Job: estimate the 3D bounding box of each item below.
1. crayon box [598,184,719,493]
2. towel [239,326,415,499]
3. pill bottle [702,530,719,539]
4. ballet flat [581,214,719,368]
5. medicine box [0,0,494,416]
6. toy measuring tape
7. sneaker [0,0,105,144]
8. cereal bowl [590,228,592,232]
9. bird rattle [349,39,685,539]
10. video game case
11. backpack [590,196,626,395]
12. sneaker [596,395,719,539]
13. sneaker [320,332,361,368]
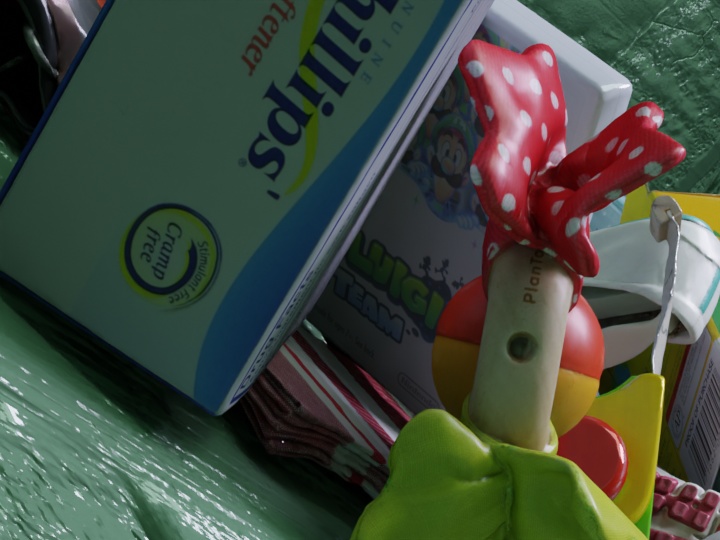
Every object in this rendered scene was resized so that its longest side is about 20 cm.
[{"bbox_3d":[0.167,0.050,1.188,0.050,0.128,0.201,2,36,-13],"label":"crayon box"},{"bbox_3d":[-0.008,0.058,0.957,0.200,0.023,0.144,38,8,-46],"label":"towel"},{"bbox_3d":[0.184,0.186,0.903,0.111,0.111,0.200,38,9,-29],"label":"pill bottle"},{"bbox_3d":[0.077,0.022,1.141,0.069,0.199,0.070,31,53,-54],"label":"ballet flat"},{"bbox_3d":[-0.027,-0.072,0.840,0.103,0.183,0.200,32,14,2],"label":"medicine box"},{"bbox_3d":[0.098,0.057,1.047,0.073,0.073,0.201,35,55,-43],"label":"toy measuring tape"},{"bbox_3d":[-0.115,-0.068,0.989,0.200,0.077,0.082,46,37,-28],"label":"sneaker"},{"bbox_3d":[0.049,-0.036,1.272,0.199,0.084,0.200,33,-13,8],"label":"cereal bowl"},{"bbox_3d":[0.051,0.023,0.851,0.112,0.202,0.163,1,-4,-1],"label":"bird rattle"},{"bbox_3d":[0.013,-0.046,0.995,0.024,0.183,0.200,-16,43,-40],"label":"video game case"},{"bbox_3d":[0.135,0.024,1.422,0.200,0.150,0.177,52,10,25],"label":"backpack"},{"bbox_3d":[0.127,0.120,1.097,0.200,0.081,0.075,48,-7,14],"label":"sneaker"},{"bbox_3d":[0.000,0.000,1.093,0.199,0.083,0.071,32,-31,33],"label":"sneaker"}]
